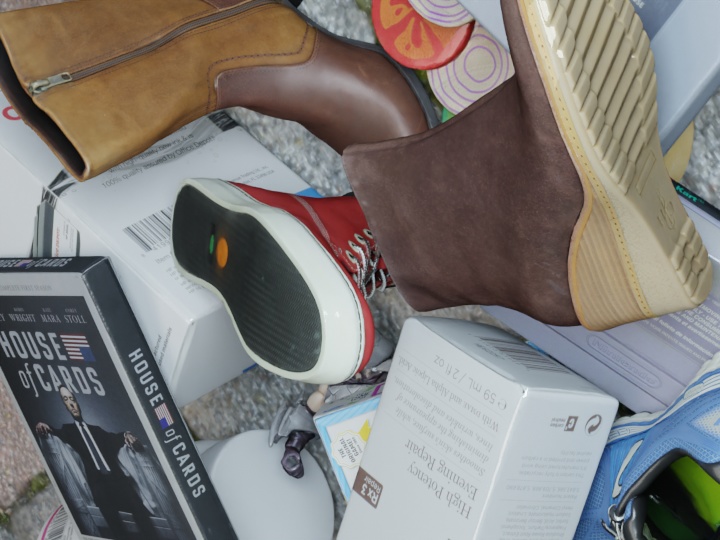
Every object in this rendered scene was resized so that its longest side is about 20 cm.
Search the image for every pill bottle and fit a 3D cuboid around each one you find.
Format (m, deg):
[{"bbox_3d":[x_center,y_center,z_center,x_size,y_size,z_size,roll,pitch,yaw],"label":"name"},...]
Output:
[{"bbox_3d":[-0.112,0.173,1.247,0.199,0.113,0.114,-27,89,46],"label":"pill bottle"}]

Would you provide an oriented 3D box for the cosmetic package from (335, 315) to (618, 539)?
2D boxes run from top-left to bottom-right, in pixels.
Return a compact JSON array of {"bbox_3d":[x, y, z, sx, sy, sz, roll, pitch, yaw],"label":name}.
[{"bbox_3d":[0.046,0.134,0.994,0.101,0.074,0.202,31,107,49],"label":"cosmetic package"}]

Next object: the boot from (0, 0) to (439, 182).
[{"bbox_3d":[-0.072,-0.090,1.030,0.189,0.199,0.069,51,133,12],"label":"boot"}]

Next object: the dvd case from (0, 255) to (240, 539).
[{"bbox_3d":[-0.146,0.085,1.111,0.150,0.025,0.201,0,118,52],"label":"dvd case"}]

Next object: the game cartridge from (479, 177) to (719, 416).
[{"bbox_3d":[0.145,0.016,0.951,0.199,0.038,0.130,34,138,8],"label":"game cartridge"}]

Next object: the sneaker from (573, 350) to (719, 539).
[{"bbox_3d":[0.143,0.113,0.950,0.078,0.089,0.200,37,145,4],"label":"sneaker"}]

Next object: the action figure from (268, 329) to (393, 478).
[{"bbox_3d":[0.012,0.118,1.141,0.129,0.069,0.202,2,107,46],"label":"action figure"}]

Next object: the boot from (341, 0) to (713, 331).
[{"bbox_3d":[0.054,-0.052,0.874,0.165,0.073,0.201,1,131,37],"label":"boot"}]

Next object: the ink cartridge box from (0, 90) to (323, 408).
[{"bbox_3d":[-0.123,-0.031,1.143,0.200,0.144,0.085,41,134,22],"label":"ink cartridge box"}]

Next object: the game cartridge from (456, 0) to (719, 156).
[{"bbox_3d":[0.099,-0.159,0.892,0.200,0.041,0.133,48,117,17],"label":"game cartridge"}]

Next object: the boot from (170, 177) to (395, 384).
[{"bbox_3d":[0.000,0.000,1.007,0.200,0.143,0.073,-138,54,-59],"label":"boot"}]

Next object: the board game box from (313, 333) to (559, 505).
[{"bbox_3d":[0.073,0.146,1.069,0.133,0.034,0.202,-20,97,12],"label":"board game box"}]

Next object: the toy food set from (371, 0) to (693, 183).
[{"bbox_3d":[0.089,-0.134,0.969,0.197,0.048,0.202,27,125,32],"label":"toy food set"}]
